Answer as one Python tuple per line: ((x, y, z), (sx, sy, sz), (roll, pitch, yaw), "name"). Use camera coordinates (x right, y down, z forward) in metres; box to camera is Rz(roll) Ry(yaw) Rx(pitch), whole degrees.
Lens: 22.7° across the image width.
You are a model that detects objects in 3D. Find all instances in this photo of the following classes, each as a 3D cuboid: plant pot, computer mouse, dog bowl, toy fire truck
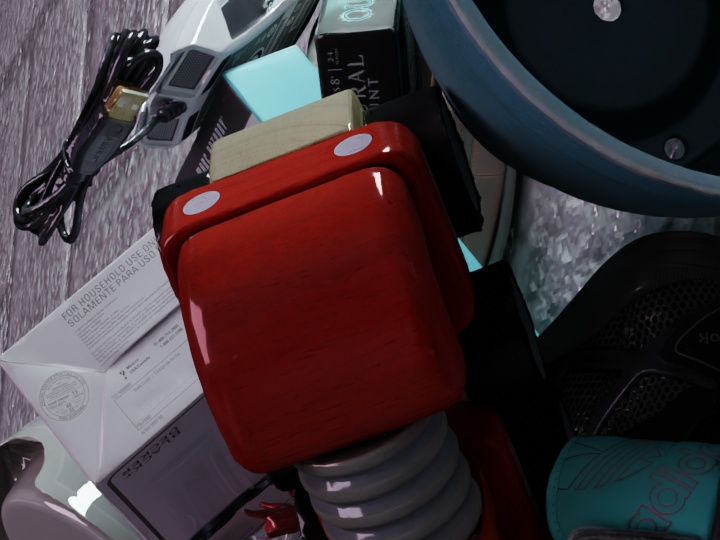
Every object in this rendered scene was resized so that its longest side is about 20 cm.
((0.096, -0.106, 0.564), (0.188, 0.198, 0.202), (134, 141, -80), "plant pot")
((-0.084, -0.094, 0.826), (0.200, 0.044, 0.110), (-45, -10, -52), "computer mouse")
((-0.124, 0.155, 0.954), (0.059, 0.200, 0.200), (-49, 3, -30), "dog bowl")
((-0.005, 0.070, 0.505), (0.201, 0.127, 0.177), (-94, -17, -62), "toy fire truck")

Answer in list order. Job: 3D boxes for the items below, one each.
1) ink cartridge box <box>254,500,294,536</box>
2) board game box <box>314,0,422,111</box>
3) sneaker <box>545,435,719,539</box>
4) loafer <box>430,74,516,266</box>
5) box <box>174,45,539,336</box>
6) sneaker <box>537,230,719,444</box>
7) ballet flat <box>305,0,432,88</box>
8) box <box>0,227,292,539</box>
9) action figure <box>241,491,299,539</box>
((-0.093, 0.089, 1.038), (0.200, 0.144, 0.088), (137, 137, -59), "ink cartridge box")
((0.011, -0.016, 0.655), (0.136, 0.028, 0.202), (-84, -10, -63), "board game box")
((0.118, 0.062, 0.519), (0.083, 0.120, 0.202), (-26, -46, -62), "sneaker")
((0.041, -0.060, 0.853), (0.072, 0.062, 0.202), (-127, 49, -63), "loafer")
((0.000, 0.000, 0.817), (0.200, 0.049, 0.082), (51, 140, 17), "box")
((0.085, 0.086, 0.667), (0.200, 0.076, 0.115), (-52, 29, 45), "sneaker")
((-0.002, -0.067, 0.886), (0.068, 0.067, 0.202), (-34, -46, -59), "ballet flat")
((-0.059, 0.050, 0.711), (0.060, 0.116, 0.200), (46, 171, 18), "box")
((0.018, 0.146, 0.681), (0.200, 0.098, 0.066), (47, 129, 31), "action figure")
